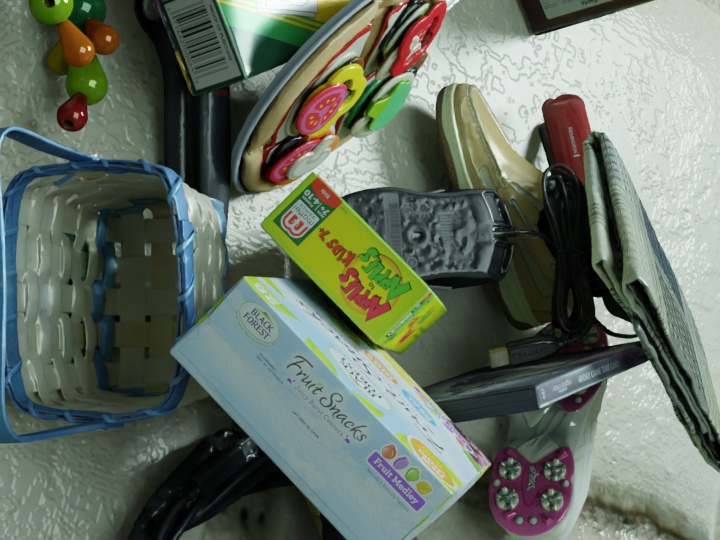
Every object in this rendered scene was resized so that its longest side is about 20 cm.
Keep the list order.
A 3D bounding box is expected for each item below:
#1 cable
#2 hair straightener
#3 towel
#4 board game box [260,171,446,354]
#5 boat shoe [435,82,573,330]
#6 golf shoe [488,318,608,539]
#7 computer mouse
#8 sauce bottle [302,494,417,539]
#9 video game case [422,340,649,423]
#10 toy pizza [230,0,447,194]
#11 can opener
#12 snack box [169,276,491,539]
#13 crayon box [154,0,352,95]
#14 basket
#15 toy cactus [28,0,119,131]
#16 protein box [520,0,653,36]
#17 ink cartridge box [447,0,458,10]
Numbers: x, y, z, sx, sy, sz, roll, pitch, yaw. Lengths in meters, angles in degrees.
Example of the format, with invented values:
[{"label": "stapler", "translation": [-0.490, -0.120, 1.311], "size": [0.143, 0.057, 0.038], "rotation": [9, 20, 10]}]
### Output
[{"label": "cable", "translation": [-0.070, 0.183, 1.133], "size": [0.200, 0.163, 0.051], "rotation": [-47, 149, -42]}, {"label": "hair straightener", "translation": [0.180, -0.035, 1.397], "size": [0.041, 0.077, 0.200], "rotation": [-15, 68, -6]}, {"label": "towel", "translation": [0.209, 0.023, 1.301], "size": [0.200, 0.035, 0.193], "rotation": [-91, 155, -56]}, {"label": "board game box", "translation": [0.000, 0.000, 1.161], "size": [0.048, 0.200, 0.102], "rotation": [-45, 83, 1]}, {"label": "boat shoe", "translation": [0.122, -0.055, 1.353], "size": [0.200, 0.076, 0.072], "rotation": [65, 28, -18]}, {"label": "golf shoe", "translation": [0.147, 0.128, 1.377], "size": [0.092, 0.075, 0.200], "rotation": [69, 36, -51]}, {"label": "computer mouse", "translation": [0.072, 0.005, 1.300], "size": [0.200, 0.046, 0.141], "rotation": [-8, 83, -10]}, {"label": "sauce bottle", "translation": [-0.023, 0.112, 1.234], "size": [0.065, 0.065, 0.200], "rotation": [-29, 104, -37]}, {"label": "video game case", "translation": [0.100, 0.081, 1.247], "size": [0.200, 0.143, 0.019], "rotation": [-11, 89, -60]}, {"label": "toy pizza", "translation": [-0.007, -0.119, 1.199], "size": [0.032, 0.200, 0.200], "rotation": [44, 54, 12]}, {"label": "can opener", "translation": [-0.107, -0.119, 1.194], "size": [0.079, 0.063, 0.200], "rotation": [1, 84, -39]}, {"label": "snack box", "translation": [-0.010, 0.084, 1.069], "size": [0.068, 0.200, 0.169], "rotation": [-45, 83, 8]}, {"label": "crayon box", "translation": [-0.070, -0.235, 1.166], "size": [0.172, 0.058, 0.200], "rotation": [-30, 103, -44]}, {"label": "basket", "translation": [-0.163, 0.016, 1.071], "size": [0.200, 0.139, 0.177], "rotation": [17, 72, -68]}, {"label": "toy cactus", "translation": [-0.201, -0.199, 1.125], "size": [0.200, 0.102, 0.165], "rotation": [56, 37, -17]}, {"label": "protein box", "translation": [0.208, -0.322, 1.425], "size": [0.198, 0.135, 0.200], "rotation": [-31, 104, -37]}, {"label": "ink cartridge box", "translation": [-0.012, -0.257, 1.296], "size": [0.109, 0.050, 0.200], "rotation": [-43, 110, -33]}]
